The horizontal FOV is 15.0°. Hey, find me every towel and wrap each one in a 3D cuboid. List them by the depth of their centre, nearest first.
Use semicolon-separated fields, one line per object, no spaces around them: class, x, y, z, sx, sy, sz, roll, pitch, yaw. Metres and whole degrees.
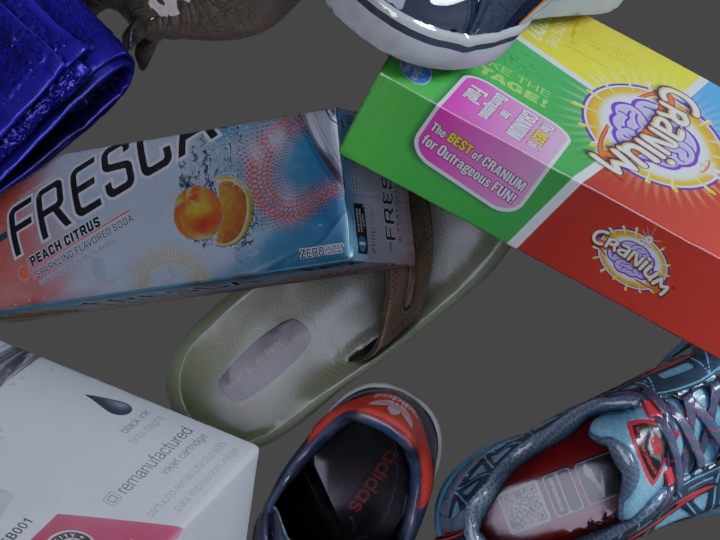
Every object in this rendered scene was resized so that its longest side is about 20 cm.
towel;-0.203;-0.099;1.154;0.148;0.050;0.200;-43;58;0

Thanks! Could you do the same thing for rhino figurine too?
rhino figurine;-0.050;-0.147;1.179;0.200;0.060;0.088;-27;86;-2

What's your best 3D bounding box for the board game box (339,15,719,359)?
board game box;0.103;-0.045;1.116;0.200;0.153;0.040;28;119;-1

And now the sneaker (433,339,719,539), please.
sneaker;0.125;0.079;1.142;0.200;0.096;0.079;-29;86;2

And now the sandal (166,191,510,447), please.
sandal;0.000;0.001;1.171;0.080;0.057;0.201;43;87;4

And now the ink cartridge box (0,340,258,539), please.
ink cartridge box;-0.162;0.097;1.092;0.200;0.146;0.085;20;121;17

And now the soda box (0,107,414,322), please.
soda box;-0.082;-0.021;1.142;0.200;0.068;0.064;-9;85;24

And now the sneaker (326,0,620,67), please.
sneaker;0.061;-0.140;1.092;0.078;0.200;0.079;41;123;16

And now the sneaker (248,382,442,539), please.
sneaker;-0.028;0.140;1.155;0.075;0.085;0.200;22;89;4
